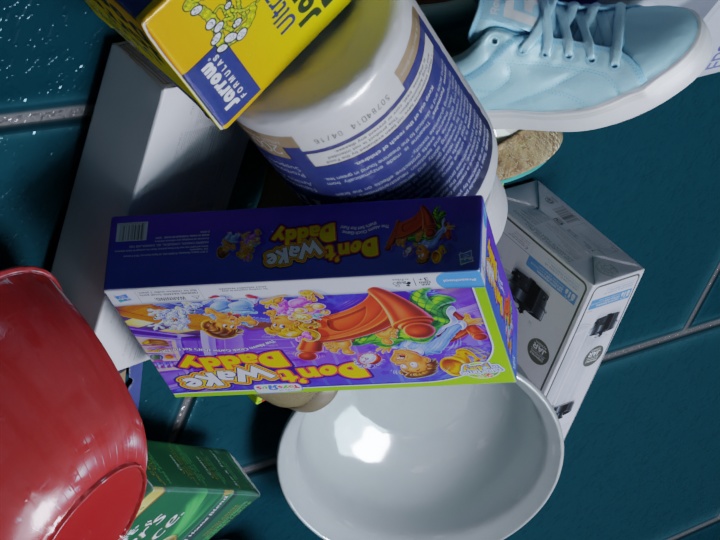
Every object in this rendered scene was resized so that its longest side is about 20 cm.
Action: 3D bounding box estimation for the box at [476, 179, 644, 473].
[{"bbox_3d":[0.114,0.051,1.494,0.060,0.117,0.201,-17,139,-43],"label":"box"}]

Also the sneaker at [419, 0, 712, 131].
[{"bbox_3d":[0.097,-0.128,1.165,0.198,0.075,0.082,-9,144,15],"label":"sneaker"}]

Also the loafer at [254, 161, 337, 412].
[{"bbox_3d":[-0.036,-0.014,1.202,0.067,0.076,0.202,-1,99,-48],"label":"loafer"}]

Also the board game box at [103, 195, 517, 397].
[{"bbox_3d":[-0.022,0.017,1.100,0.198,0.045,0.135,-3,152,12],"label":"board game box"}]

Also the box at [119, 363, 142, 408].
[{"bbox_3d":[-0.202,0.112,1.220,0.199,0.032,0.122,-29,146,-33],"label":"box"}]

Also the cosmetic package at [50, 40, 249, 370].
[{"bbox_3d":[-0.118,-0.036,1.135,0.082,0.051,0.201,-17,138,-44],"label":"cosmetic package"}]

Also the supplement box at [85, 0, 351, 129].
[{"bbox_3d":[-0.048,-0.190,0.986,0.200,0.109,0.110,-46,151,-4],"label":"supplement box"}]

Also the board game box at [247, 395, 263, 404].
[{"bbox_3d":[0.000,0.000,1.345,0.199,0.048,0.102,-26,145,-34],"label":"board game box"}]

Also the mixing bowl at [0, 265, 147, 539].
[{"bbox_3d":[-0.182,0.110,1.060,0.200,0.108,0.201,-49,161,-23],"label":"mixing bowl"}]

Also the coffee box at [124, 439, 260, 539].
[{"bbox_3d":[-0.147,0.161,1.283,0.123,0.044,0.200,-41,164,6],"label":"coffee box"}]

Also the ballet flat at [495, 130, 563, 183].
[{"bbox_3d":[0.061,-0.082,1.316,0.199,0.070,0.066,-29,132,-38],"label":"ballet flat"}]

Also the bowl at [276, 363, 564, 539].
[{"bbox_3d":[0.039,0.105,1.443,0.199,0.091,0.203,-2,129,-2],"label":"bowl"}]

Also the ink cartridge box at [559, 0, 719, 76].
[{"bbox_3d":[0.164,-0.169,1.224,0.198,0.041,0.200,-15,154,-18],"label":"ink cartridge box"}]

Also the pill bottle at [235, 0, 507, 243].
[{"bbox_3d":[0.008,-0.075,1.094,0.111,0.111,0.200,-46,143,-4],"label":"pill bottle"}]

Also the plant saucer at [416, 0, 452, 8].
[{"bbox_3d":[0.085,-0.201,1.238,0.200,0.032,0.201,-34,148,-25],"label":"plant saucer"}]
